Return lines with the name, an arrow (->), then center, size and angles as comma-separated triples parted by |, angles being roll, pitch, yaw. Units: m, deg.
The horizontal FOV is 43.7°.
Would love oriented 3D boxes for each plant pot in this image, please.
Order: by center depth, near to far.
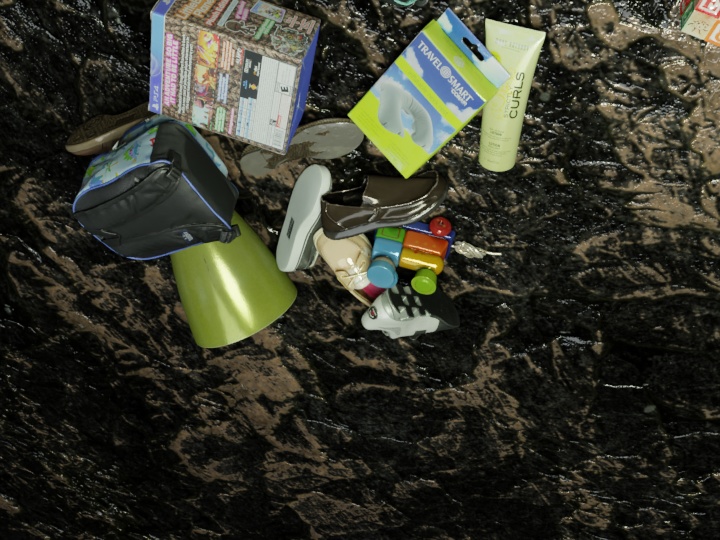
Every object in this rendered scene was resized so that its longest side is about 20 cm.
plant pot -> -0.224, -0.014, 1.432 | 0.185, 0.188, 0.202 | -12, 114, 29

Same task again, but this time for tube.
tube -> 0.184, -0.221, 1.149 | 0.057, 0.052, 0.202 | -10, 134, -12

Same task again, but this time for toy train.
toy train -> 0.110, -0.012, 1.344 | 0.197, 0.117, 0.085 | 14, 139, 4

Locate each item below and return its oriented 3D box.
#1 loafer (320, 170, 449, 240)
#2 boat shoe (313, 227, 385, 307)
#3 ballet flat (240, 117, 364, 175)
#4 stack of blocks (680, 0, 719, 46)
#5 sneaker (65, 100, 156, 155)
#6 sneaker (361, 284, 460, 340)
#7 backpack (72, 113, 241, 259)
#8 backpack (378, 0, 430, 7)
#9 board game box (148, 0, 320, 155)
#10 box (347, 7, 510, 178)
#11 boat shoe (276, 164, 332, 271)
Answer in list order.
loafer -> 0.029, -0.102, 1.286 | 0.197, 0.073, 0.072 | -19, 125, 10
boat shoe -> 0.000, 0.000, 1.399 | 0.073, 0.070, 0.200 | -34, 136, 14
ballet flat -> -0.085, -0.185, 1.289 | 0.198, 0.047, 0.068 | -14, 133, 25
stack of blocks -> 0.465, -0.286, 0.971 | 0.197, 0.059, 0.116 | 20, 138, -2
sneaker -> -0.354, -0.193, 1.348 | 0.198, 0.071, 0.076 | -10, 133, 28
sneaker -> 0.078, 0.069, 1.425 | 0.088, 0.075, 0.199 | -36, 149, 32
backpack -> -0.292, -0.113, 1.282 | 0.198, 0.148, 0.183 | -19, 135, 23
backpack -> 0.043, -0.394, 0.918 | 0.152, 0.175, 0.202 | 31, 135, 32
board game box -> -0.168, -0.269, 1.181 | 0.197, 0.098, 0.160 | 18, 138, 0
box -> 0.084, -0.223, 1.158 | 0.122, 0.048, 0.200 | 46, 135, -2
boat shoe -> -0.074, -0.080, 1.382 | 0.063, 0.071, 0.201 | -2, 137, -29
